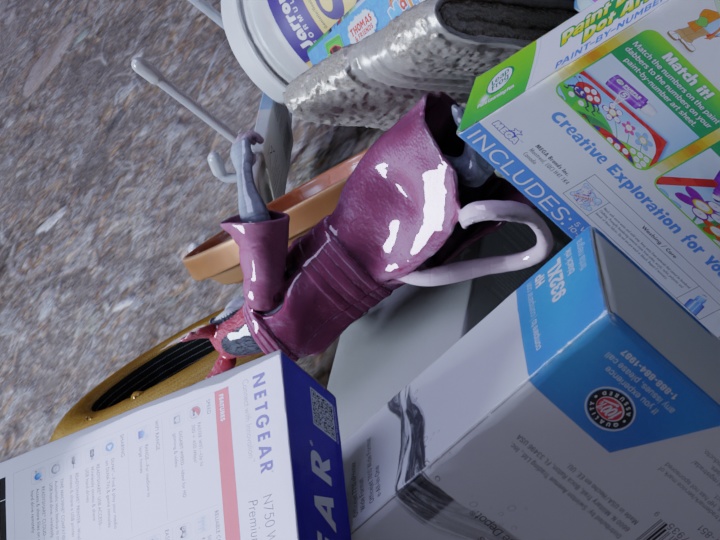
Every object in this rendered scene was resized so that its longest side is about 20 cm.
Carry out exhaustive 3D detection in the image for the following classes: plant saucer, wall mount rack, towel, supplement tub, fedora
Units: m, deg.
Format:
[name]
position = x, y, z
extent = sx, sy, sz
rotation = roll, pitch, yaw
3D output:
[plant saucer]
position = -0.015, -0.042, 1.669
extent = 0.200, 0.032, 0.200
rotation = -29, 4, 2
[wall mount rack]
position = -0.093, -0.101, 1.829
extent = 0.075, 0.174, 0.200
rotation = -5, 35, 8
[towel]
position = 0.072, -0.102, 1.416
extent = 0.133, 0.200, 0.035
rotation = -27, 69, 46
[supplement tub]
position = 0.017, -0.197, 1.795
extent = 0.200, 0.145, 0.145
rotation = -28, 30, 43
[fedora]
position = -0.085, 0.081, 1.573
extent = 0.201, 0.082, 0.201
rotation = -30, 8, 4

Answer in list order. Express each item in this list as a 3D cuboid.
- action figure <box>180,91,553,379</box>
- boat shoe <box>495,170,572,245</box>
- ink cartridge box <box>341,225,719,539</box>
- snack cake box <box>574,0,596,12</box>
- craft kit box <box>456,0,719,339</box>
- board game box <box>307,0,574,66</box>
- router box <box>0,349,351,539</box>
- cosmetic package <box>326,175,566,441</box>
[action figure]
position = 0.000, 0.000, 1.387
extent = 0.200, 0.134, 0.149
rotation = -40, 52, 11
[boat shoe]
position = 0.075, -0.032, 1.517
extent = 0.200, 0.073, 0.062
rotation = -42, 26, 32
[ink cartridge box]
position = 0.080, 0.103, 1.190
extent = 0.200, 0.145, 0.084
rotation = -42, 23, 19
[snack cake box]
position = 0.201, -0.190, 1.331
extent = 0.200, 0.115, 0.067
rotation = -20, 38, -33
[craft kit box]
position = 0.179, -0.052, 1.177
extent = 0.197, 0.200, 0.049
rotation = -29, 29, 41
[board game box]
position = 0.080, -0.154, 1.417
extent = 0.151, 0.037, 0.200
rotation = -17, -9, -31
[router box]
position = -0.089, 0.155, 1.143
extent = 0.179, 0.049, 0.200
rotation = -22, 52, 21
[cosmetic package]
position = 0.045, 0.058, 1.412
extent = 0.107, 0.090, 0.200
rotation = -32, 25, 31
